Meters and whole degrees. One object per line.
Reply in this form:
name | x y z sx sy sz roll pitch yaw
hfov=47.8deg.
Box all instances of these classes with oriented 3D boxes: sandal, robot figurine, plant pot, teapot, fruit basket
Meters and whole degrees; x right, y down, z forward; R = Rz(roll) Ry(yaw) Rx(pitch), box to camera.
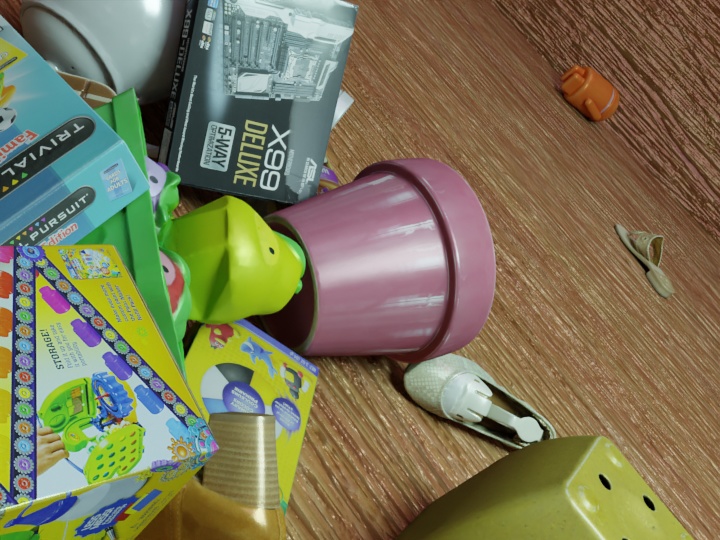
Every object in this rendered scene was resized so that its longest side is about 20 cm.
sandal | 0.628 -0.041 1.740 0.077 0.070 0.214 20 37 -36
robot figurine | 0.675 -0.513 2.378 0.198 0.118 0.144 30 10 -21
plant pot | 0.140 0.241 0.611 0.196 0.200 0.193 51 30 13
teapot | -0.252 -0.228 0.789 0.197 0.199 0.147 22 61 26
fruit basket | -0.135 -0.018 0.597 0.211 0.157 0.218 2 49 -2
plant pot | 0.000 0.000 0.774 0.177 0.201 0.202 -11 57 -34

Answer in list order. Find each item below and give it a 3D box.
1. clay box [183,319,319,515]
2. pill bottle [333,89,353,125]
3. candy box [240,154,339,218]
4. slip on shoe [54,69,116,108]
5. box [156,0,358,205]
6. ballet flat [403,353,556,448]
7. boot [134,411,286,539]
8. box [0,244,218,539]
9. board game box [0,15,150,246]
clay box | -0.101 0.122 0.618 0.114 0.048 0.201 34 29 -15
pill bottle | -0.106 -0.259 1.055 0.199 0.104 0.105 41 29 -7
candy box | -0.084 -0.104 0.931 0.115 0.057 0.202 15 38 -39
slip on shoe | -0.310 -0.157 0.713 0.196 0.061 0.078 15 71 -17
box | -0.099 -0.173 0.778 0.155 0.204 0.050 9 11 -29
ballet flat | 0.134 0.141 0.861 0.198 0.068 0.062 27 -3 -29
boot | -0.139 0.155 0.489 0.071 0.197 0.147 25 68 -69
box | -0.206 0.100 0.355 0.191 0.200 0.123 -4 53 -52
board game box | -0.255 -0.076 0.534 0.200 0.150 0.047 41 -18 31
